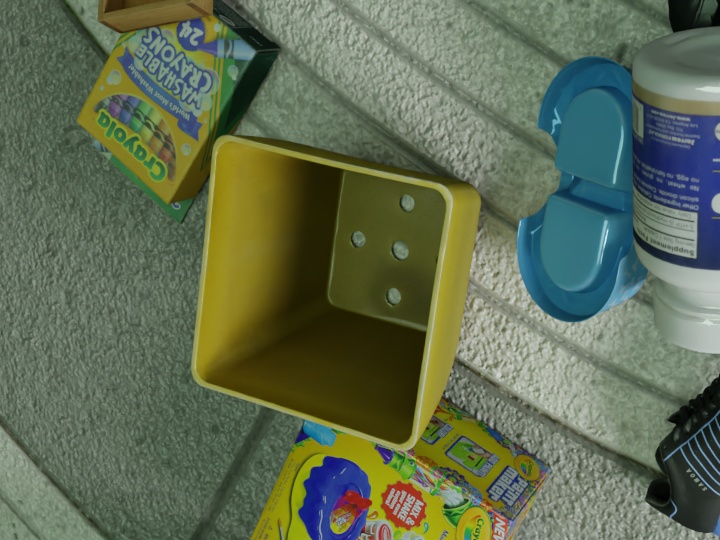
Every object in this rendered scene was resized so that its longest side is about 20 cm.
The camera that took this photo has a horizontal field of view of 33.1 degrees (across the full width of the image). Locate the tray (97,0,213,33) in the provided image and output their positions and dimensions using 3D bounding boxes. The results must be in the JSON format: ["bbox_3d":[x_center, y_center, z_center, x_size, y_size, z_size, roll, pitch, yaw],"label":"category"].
[{"bbox_3d":[-0.172,-0.312,1.041,0.097,0.037,0.204,-5,78,27],"label":"tray"}]

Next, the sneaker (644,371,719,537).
[{"bbox_3d":[0.269,0.121,0.916,0.077,0.070,0.202,18,126,17],"label":"sneaker"}]

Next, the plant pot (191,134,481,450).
[{"bbox_3d":[0.000,0.000,0.982,0.197,0.176,0.203,14,106,22],"label":"plant pot"}]

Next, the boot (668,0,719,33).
[{"bbox_3d":[0.207,-0.273,0.882,0.160,0.073,0.201,17,101,19],"label":"boot"}]

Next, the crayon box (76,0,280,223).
[{"bbox_3d":[-0.175,-0.154,1.103,0.125,0.051,0.201,40,115,13],"label":"crayon box"}]

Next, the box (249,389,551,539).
[{"bbox_3d":[0.027,0.217,1.046,0.191,0.122,0.202,31,112,16],"label":"box"}]

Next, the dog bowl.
[{"bbox_3d":[0.183,-0.061,0.932,0.111,0.049,0.203,27,114,50],"label":"dog bowl"}]

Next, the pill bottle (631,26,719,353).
[{"bbox_3d":[0.246,-0.053,0.831,0.118,0.120,0.203,6,119,24],"label":"pill bottle"}]
